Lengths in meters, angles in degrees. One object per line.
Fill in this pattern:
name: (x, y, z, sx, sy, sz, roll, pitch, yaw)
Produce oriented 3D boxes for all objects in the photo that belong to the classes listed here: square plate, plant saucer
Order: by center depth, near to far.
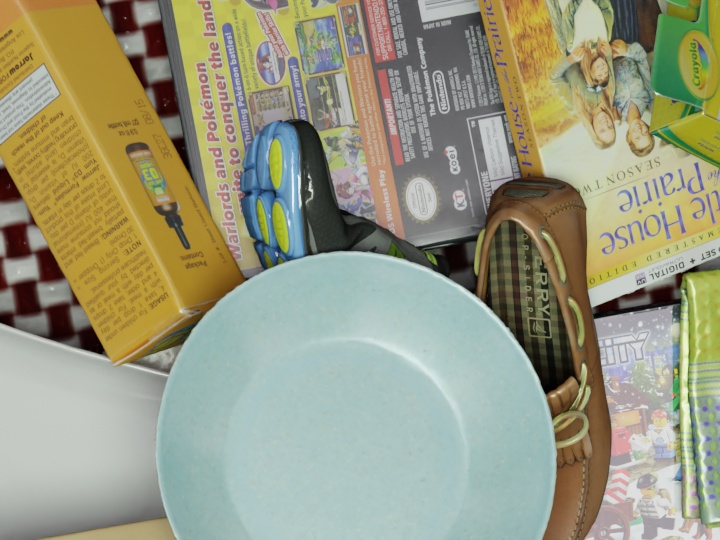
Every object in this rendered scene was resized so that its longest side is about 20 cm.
plant saucer: (-0.004, 0.092, 1.310, 0.200, 0.039, 0.202, 3, 77, -12)
square plate: (-0.186, 0.124, 1.414, 0.199, 0.028, 0.199, 17, 103, 4)

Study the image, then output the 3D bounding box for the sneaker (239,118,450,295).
sneaker: (0.000, 0.000, 1.371, 0.083, 0.071, 0.200, -34, 118, -10)

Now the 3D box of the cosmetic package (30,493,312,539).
cosmetic package: (-0.116, 0.180, 1.346, 0.199, 0.071, 0.106, -11, 80, 0)

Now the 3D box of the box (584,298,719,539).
box: (0.188, 0.083, 1.444, 0.199, 0.038, 0.137, -10, 93, -2)

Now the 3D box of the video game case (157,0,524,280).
video game case: (-0.009, -0.104, 1.420, 0.180, 0.026, 0.201, -11, 84, -2)

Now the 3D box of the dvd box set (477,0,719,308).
dvd box set: (0.144, -0.095, 1.399, 0.146, 0.029, 0.201, -20, 105, -21)

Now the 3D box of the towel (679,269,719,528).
towel: (0.269, 0.063, 1.416, 0.199, 0.023, 0.144, -2, 93, -6)

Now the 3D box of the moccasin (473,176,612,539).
moccasin: (0.091, 0.055, 1.365, 0.073, 0.078, 0.202, 10, 116, 20)

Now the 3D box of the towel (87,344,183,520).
towel: (-0.042, 0.069, 1.437, 0.199, 0.034, 0.133, -23, 95, -2)

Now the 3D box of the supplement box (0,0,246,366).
supplement box: (-0.137, -0.053, 1.383, 0.069, 0.066, 0.200, -36, 78, 32)

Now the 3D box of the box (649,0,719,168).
box: (0.224, -0.098, 1.376, 0.200, 0.048, 0.118, 25, 64, -30)
